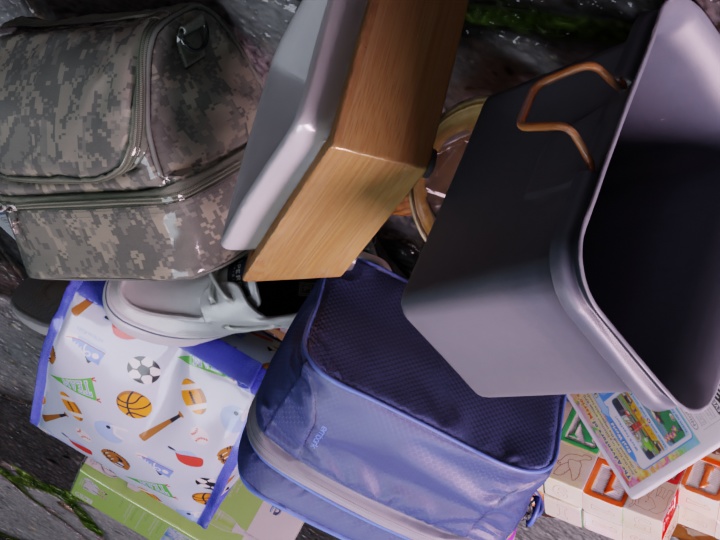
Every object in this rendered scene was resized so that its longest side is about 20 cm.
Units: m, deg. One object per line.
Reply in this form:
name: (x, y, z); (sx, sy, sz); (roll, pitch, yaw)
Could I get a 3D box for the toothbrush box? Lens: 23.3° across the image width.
toothbrush box: (-0.142, 0.184, 1.605); (0.200, 0.146, 0.086); (30, 153, -1)

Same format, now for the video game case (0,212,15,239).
video game case: (-0.241, -0.065, 1.349); (0.200, 0.022, 0.182); (-5, 136, 49)

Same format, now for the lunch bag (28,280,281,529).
lunch bag: (-0.142, 0.077, 1.280); (0.170, 0.124, 0.200); (28, 153, 3)

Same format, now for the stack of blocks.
stack of blocks: (0.212, 0.130, 1.187); (0.200, 0.115, 0.059); (20, 152, 18)

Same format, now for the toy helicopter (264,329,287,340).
toy helicopter: (-0.046, 0.040, 1.341); (0.132, 0.079, 0.200); (43, 139, -11)

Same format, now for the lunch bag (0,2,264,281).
lunch bag: (-0.155, -0.090, 1.151); (0.200, 0.139, 0.168); (2, 115, 42)

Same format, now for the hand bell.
hand bell: (0.046, -0.052, 1.079); (0.104, 0.104, 0.200); (38, 171, -16)

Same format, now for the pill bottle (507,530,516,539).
pill bottle: (0.071, 0.114, 1.253); (0.104, 0.104, 0.200); (19, 124, 21)

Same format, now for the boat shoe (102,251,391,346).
boat shoe: (-0.075, 0.007, 1.164); (0.200, 0.074, 0.065); (-5, 161, 0)

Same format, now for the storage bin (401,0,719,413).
storage bin: (0.107, -0.030, 0.888); (0.134, 0.200, 0.146); (-13, 132, 41)

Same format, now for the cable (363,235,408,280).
cable: (0.000, 0.000, 1.216); (0.097, 0.050, 0.200); (7, 139, 8)

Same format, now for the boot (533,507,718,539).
boot: (0.244, 0.193, 1.353); (0.200, 0.069, 0.188); (32, 147, -21)

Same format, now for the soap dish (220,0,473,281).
soap dish: (-0.008, -0.091, 0.982); (0.081, 0.158, 0.200); (19, 156, -10)

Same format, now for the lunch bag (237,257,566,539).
lunch bag: (0.031, 0.104, 1.101); (0.200, 0.136, 0.132); (27, 125, -3)

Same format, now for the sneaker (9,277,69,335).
sneaker: (-0.214, 0.067, 1.544); (0.200, 0.074, 0.118); (13, 143, 26)

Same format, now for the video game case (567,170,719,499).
video game case: (0.154, 0.028, 1.060); (0.200, 0.024, 0.182); (59, 156, 11)
